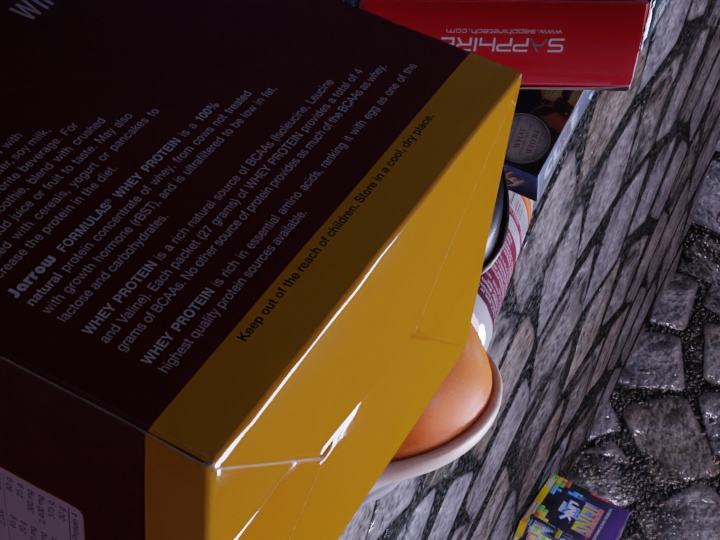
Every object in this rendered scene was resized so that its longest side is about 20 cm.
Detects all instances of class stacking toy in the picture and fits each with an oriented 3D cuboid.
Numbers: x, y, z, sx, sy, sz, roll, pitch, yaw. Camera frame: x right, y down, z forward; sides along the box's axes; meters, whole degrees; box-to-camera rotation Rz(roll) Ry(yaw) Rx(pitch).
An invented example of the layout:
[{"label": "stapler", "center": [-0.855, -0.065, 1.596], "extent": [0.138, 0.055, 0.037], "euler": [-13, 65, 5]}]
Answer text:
[{"label": "stacking toy", "center": [0.000, 0.000, 0.816], "extent": [0.146, 0.145, 0.202], "euler": [-47, 138, -48]}]

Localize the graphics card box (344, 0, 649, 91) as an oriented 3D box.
[{"label": "graphics card box", "center": [0.051, -0.165, 0.692], "extent": [0.051, 0.124, 0.201], "euler": [95, -7, -46]}]

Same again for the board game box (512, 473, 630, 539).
[{"label": "board game box", "center": [0.383, 0.464, 2.710], "extent": [0.200, 0.164, 0.057], "euler": [-39, 149, -59]}]

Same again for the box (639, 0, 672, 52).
[{"label": "box", "center": [0.149, -0.258, 0.961], "extent": [0.201, 0.163, 0.087], "euler": [-55, 161, -33]}]

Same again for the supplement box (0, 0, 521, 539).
[{"label": "supplement box", "center": [-0.083, -0.001, 0.500], "extent": [0.198, 0.198, 0.134], "euler": [-51, 158, -42]}]

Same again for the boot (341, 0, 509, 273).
[{"label": "boot", "center": [0.034, -0.096, 0.831], "extent": [0.158, 0.079, 0.213], "euler": [-5, 83, -86]}]

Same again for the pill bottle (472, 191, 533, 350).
[{"label": "pill bottle", "center": [0.047, 0.008, 1.041], "extent": [0.110, 0.108, 0.201], "euler": [96, 14, -47]}]

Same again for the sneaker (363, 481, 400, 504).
[{"label": "sneaker", "center": [-0.060, 0.150, 0.973], "extent": [0.200, 0.071, 0.080], "euler": [-43, 143, 13]}]

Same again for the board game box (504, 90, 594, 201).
[{"label": "board game box", "center": [0.098, -0.157, 0.987], "extent": [0.201, 0.134, 0.035], "euler": [-60, 163, -22]}]
